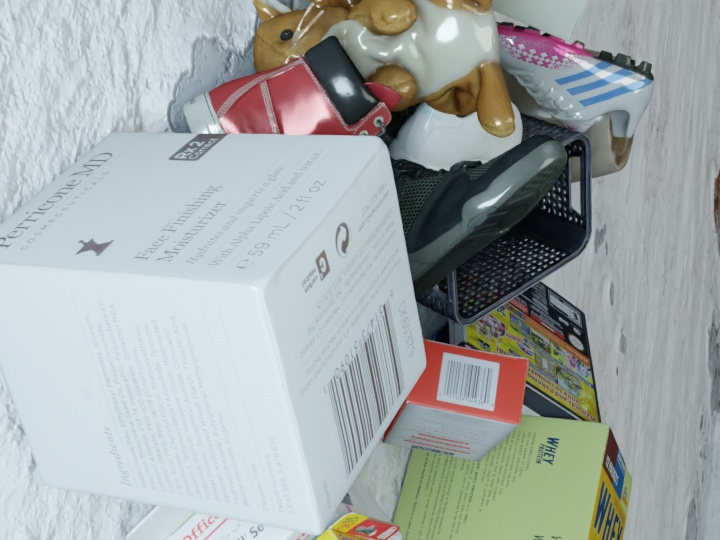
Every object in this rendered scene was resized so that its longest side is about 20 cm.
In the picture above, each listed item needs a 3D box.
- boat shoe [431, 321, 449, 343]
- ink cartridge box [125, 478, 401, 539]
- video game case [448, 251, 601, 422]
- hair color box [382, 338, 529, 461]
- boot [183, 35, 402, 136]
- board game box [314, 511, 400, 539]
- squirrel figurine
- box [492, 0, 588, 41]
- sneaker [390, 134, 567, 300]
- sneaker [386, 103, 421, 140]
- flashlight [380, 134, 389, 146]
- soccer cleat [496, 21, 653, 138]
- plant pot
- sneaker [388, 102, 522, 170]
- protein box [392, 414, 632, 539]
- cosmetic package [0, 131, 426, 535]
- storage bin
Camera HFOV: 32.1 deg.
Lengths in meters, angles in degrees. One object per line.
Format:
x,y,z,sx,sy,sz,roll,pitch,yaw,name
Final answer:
0.140,0.073,1.369,0.200,0.068,0.085,-45,132,-54,boat shoe
-0.064,0.193,0.898,0.117,0.067,0.200,-44,150,5,ink cartridge box
0.168,0.065,1.300,0.199,0.025,0.182,33,35,-25,video game case
0.081,0.120,1.126,0.200,0.101,0.062,107,-6,-72,hair color box
-0.020,-0.055,0.886,0.072,0.143,0.201,-110,177,-74,boot
-0.055,0.248,0.890,0.200,0.030,0.095,-46,150,6,board game box
0.009,-0.182,0.982,0.200,0.185,0.143,-98,176,-63,squirrel figurine
0.116,-0.289,1.127,0.069,0.199,0.083,110,5,-54,box
0.052,-0.060,0.914,0.076,0.199,0.115,-9,67,-54,sneaker
0.067,-0.213,1.197,0.085,0.077,0.202,13,90,-71,sneaker
0.015,-0.169,1.097,0.068,0.068,0.202,29,69,-40,flashlight
0.193,-0.180,1.203,0.070,0.198,0.087,-142,-114,-69,soccer cleat
0.198,-0.166,1.348,0.200,0.172,0.202,3,90,-65,plant pot
0.101,-0.137,1.096,0.200,0.075,0.089,-32,150,-55,sneaker
0.151,0.261,1.261,0.135,0.198,0.200,56,44,-51,protein box
-0.090,0.027,0.738,0.165,0.198,0.166,-53,139,-49,cosmetic package
0.125,-0.054,1.208,0.199,0.093,0.136,-30,128,-33,storage bin
